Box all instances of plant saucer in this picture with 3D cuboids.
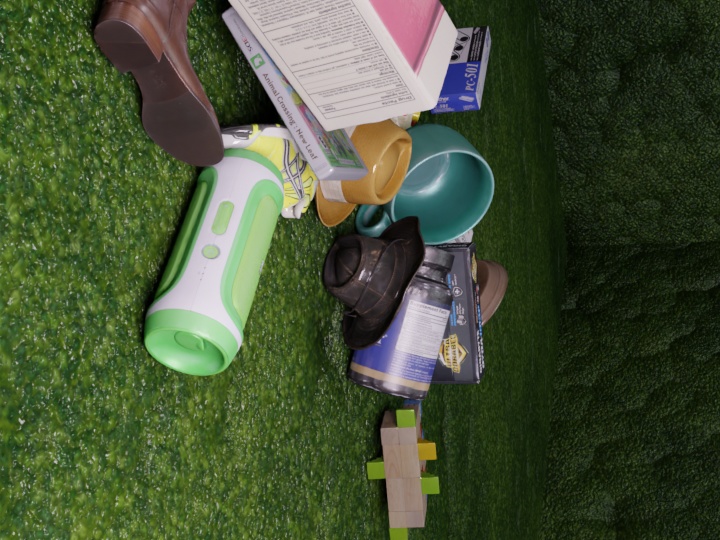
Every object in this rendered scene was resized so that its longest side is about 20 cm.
[{"bbox_3d":[0.148,0.054,1.504,0.029,0.200,0.200,45,38,-22],"label":"plant saucer"}]

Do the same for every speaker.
[{"bbox_3d":[-0.125,-0.011,0.828,0.089,0.088,0.200,67,29,-48],"label":"speaker"}]

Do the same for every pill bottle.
[{"bbox_3d":[0.060,0.064,1.260,0.112,0.112,0.201,20,85,-70],"label":"pill bottle"}]

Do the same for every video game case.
[{"bbox_3d":[-0.059,-0.175,0.967,0.182,0.022,0.200,59,12,1],"label":"video game case"}]

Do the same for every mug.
[{"bbox_3d":[0.080,-0.127,1.313,0.115,0.184,0.152,-119,-151,-49],"label":"mug"}]

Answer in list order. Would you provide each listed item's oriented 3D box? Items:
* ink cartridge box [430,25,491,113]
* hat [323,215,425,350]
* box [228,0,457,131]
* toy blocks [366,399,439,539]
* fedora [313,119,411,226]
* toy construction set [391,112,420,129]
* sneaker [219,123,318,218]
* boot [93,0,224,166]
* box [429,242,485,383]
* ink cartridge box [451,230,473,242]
[{"bbox_3d":[0.188,-0.380,1.771,0.044,0.094,0.200,68,27,-46],"label":"ink cartridge box"},{"bbox_3d":[0.000,0.000,1.186,0.081,0.201,0.201,26,52,-19],"label":"hat"},{"bbox_3d":[-0.017,-0.242,0.856,0.200,0.128,0.109,50,46,-40],"label":"box"},{"bbox_3d":[0.068,0.281,1.394,0.137,0.100,0.201,-57,142,-77],"label":"toy blocks"},{"bbox_3d":[0.011,-0.141,1.183,0.201,0.082,0.201,16,90,-72],"label":"fedora"},{"bbox_3d":[0.058,-0.249,1.372,0.200,0.092,0.131,-59,173,-40],"label":"toy construction set"},{"bbox_3d":[-0.089,-0.102,0.960,0.200,0.075,0.077,17,78,-66],"label":"sneaker"},{"bbox_3d":[-0.150,-0.218,0.817,0.187,0.064,0.200,67,23,-52],"label":"boot"},{"bbox_3d":[0.092,0.061,1.352,0.046,0.158,0.201,-38,125,-66],"label":"box"},{"bbox_3d":[0.110,-0.049,1.505,0.200,0.085,0.146,-73,144,-48],"label":"ink cartridge box"}]
